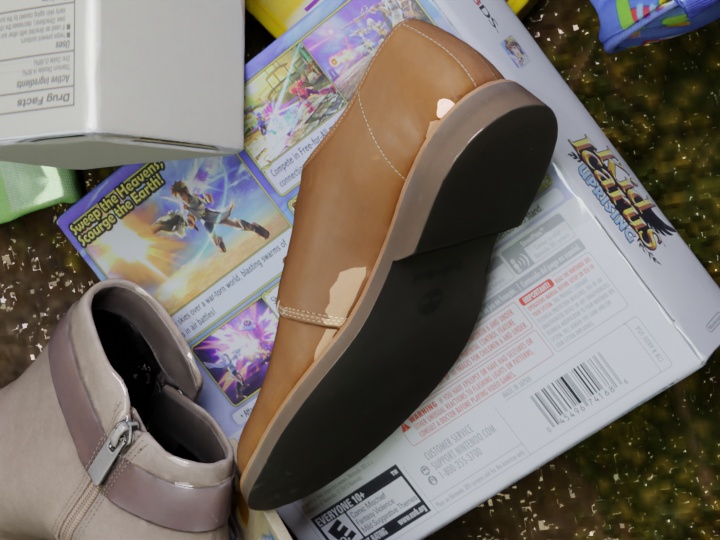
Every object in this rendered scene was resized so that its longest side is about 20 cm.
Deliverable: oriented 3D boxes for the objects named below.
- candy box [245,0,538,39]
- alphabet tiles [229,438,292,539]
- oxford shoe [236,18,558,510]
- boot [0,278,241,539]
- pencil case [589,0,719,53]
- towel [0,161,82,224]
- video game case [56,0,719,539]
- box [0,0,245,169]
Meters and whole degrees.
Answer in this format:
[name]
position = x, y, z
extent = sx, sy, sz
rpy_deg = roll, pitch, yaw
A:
[candy box]
position = 0.038, -0.145, 1.012
extent = 0.102, 0.026, 0.200
rpy_deg = 46, 119, 7
[alphabet tiles]
position = -0.028, 0.167, 1.062
extent = 0.200, 0.006, 0.167
rpy_deg = -124, 29, -45
[oxford shoe]
position = 0.000, 0.000, 0.985
extent = 0.071, 0.071, 0.200
rpy_deg = 46, 125, 29
[boot]
position = -0.115, 0.059, 1.091
extent = 0.200, 0.070, 0.147
rpy_deg = 47, 135, 26
[pencil case]
position = 0.068, -0.169, 0.928
extent = 0.078, 0.087, 0.201
rpy_deg = -31, 94, 9
[towel]
position = -0.205, -0.104, 1.141
extent = 0.149, 0.031, 0.201
rpy_deg = -16, 97, 29
[video game case]
position = 0.010, -0.002, 1.036
extent = 0.200, 0.045, 0.182
rpy_deg = -35, 94, 36
[box]
position = -0.097, -0.140, 1.008
extent = 0.095, 0.078, 0.201
rpy_deg = -1, 86, 42
